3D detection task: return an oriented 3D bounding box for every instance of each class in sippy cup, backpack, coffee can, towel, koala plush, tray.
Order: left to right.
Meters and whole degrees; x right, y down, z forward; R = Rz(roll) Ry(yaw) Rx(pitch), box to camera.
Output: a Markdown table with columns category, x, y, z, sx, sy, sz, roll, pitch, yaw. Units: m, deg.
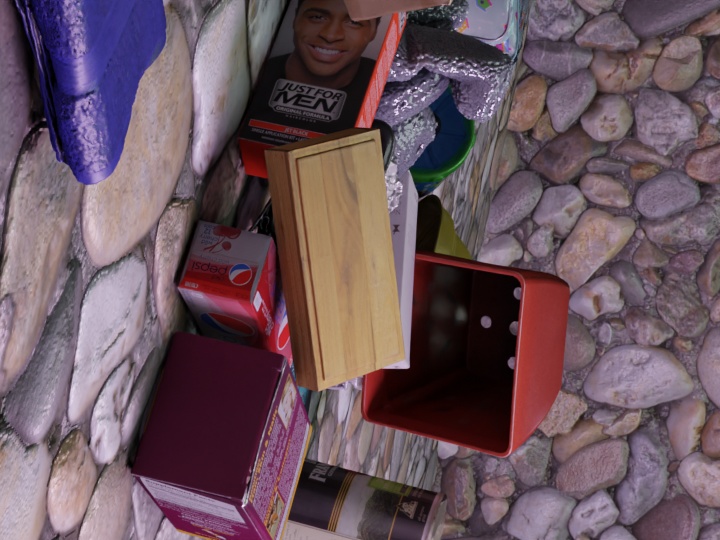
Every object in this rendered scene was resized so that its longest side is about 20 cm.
| category | x | y | z | sx | sy | sz | roll | pitch | yaw |
| --- | --- | --- | --- | --- | --- | --- | --- | --- | --- |
| towel | -0.157 | -0.168 | 0.861 | 0.201 | 0.049 | 0.149 | 90 | 9 | -49 |
| tray | -0.018 | -0.011 | 1.269 | 0.098 | 0.037 | 0.202 | -17 | 106 | -37 |
| coffee can | -0.011 | 0.310 | 1.782 | 0.146 | 0.198 | 0.148 | 13 | 90 | -80 |
| koala plush | 0.024 | -0.171 | 1.535 | 0.178 | 0.182 | 0.201 | -117 | -145 | -43 |
| sippy cup | 0.065 | -0.153 | 1.859 | 0.130 | 0.176 | 0.141 | 106 | -28 | -72 |
| backpack | 0.113 | -0.341 | 1.739 | 0.153 | 0.174 | 0.202 | 53 | 47 | -82 |

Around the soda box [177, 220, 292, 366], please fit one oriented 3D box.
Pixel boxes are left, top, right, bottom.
| category | x | y | z | sx | sy | sz | roll | pitch | yaw |
| --- | --- | --- | --- | --- | --- | --- | --- | --- | --- |
| soda box | -0.101 | 0.030 | 1.317 | 0.200 | 0.069 | 0.064 | 76 | 28 | -66 |

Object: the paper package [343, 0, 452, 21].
| category | x | y | z | sx | sy | sz | roll | pitch | yaw |
| --- | --- | --- | --- | --- | --- | --- | --- | --- | --- |
| paper package | 0.029 | -0.340 | 1.295 | 0.191 | 0.102 | 0.202 | -62 | 139 | -55 |

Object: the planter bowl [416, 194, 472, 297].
| category | x | y | z | sx | sy | sz | roll | pitch | yaw |
| --- | --- | --- | --- | --- | --- | --- | --- | --- | --- |
| planter bowl | 0.084 | 0.015 | 1.875 | 0.201 | 0.083 | 0.201 | -57 | -163 | 28 |

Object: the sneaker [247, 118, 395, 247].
| category | x | y | z | sx | sy | sz | roll | pitch | yaw |
| --- | --- | --- | --- | --- | --- | --- | --- | --- | --- |
| sneaker | -0.039 | -0.070 | 1.400 | 0.200 | 0.060 | 0.104 | -43 | -179 | -6 |

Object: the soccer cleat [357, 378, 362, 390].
| category | x | y | z | sx | sy | sz | roll | pitch | yaw |
| --- | --- | --- | --- | --- | --- | --- | --- | --- | --- |
| soccer cleat | 0.013 | 0.102 | 2.039 | 0.200 | 0.069 | 0.078 | 86 | 23 | -67 |

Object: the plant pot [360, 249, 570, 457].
| category | x | y | z | sx | sy | sz | roll | pitch | yaw |
| --- | --- | --- | --- | --- | --- | --- | --- | --- | --- |
| plant pot | 0.134 | 0.077 | 1.720 | 0.176 | 0.198 | 0.202 | -10 | 108 | -55 |

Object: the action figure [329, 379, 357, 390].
| category | x | y | z | sx | sy | sz | roll | pitch | yaw |
| --- | --- | --- | --- | --- | --- | --- | --- | --- | --- |
| action figure | -0.018 | 0.070 | 1.762 | 0.200 | 0.069 | 0.132 | -42 | 146 | -82 |

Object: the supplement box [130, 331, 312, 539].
| category | x | y | z | sx | sy | sz | roll | pitch | yaw |
| --- | --- | --- | --- | --- | --- | --- | --- | --- | --- |
| supplement box | -0.114 | 0.155 | 1.308 | 0.200 | 0.102 | 0.132 | 80 | 25 | -66 |

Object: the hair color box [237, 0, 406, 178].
| category | x | y | z | sx | sy | sz | roll | pitch | yaw |
| --- | --- | --- | --- | --- | --- | --- | --- | --- | --- |
| hair color box | -0.031 | -0.174 | 1.363 | 0.061 | 0.100 | 0.202 | 84 | 21 | -60 |

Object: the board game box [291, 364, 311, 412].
| category | x | y | z | sx | sy | sz | roll | pitch | yaw |
| --- | --- | --- | --- | --- | --- | --- | --- | --- | --- |
| board game box | -0.081 | 0.142 | 1.676 | 0.135 | 0.028 | 0.202 | -46 | 147 | -69 |

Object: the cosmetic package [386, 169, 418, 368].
| category | x | y | z | sx | sy | sz | roll | pitch | yaw |
| --- | --- | --- | --- | --- | --- | --- | --- | --- | --- |
| cosmetic package | 0.000 | 0.000 | 1.620 | 0.081 | 0.111 | 0.202 | 59 | 32 | -72 |
